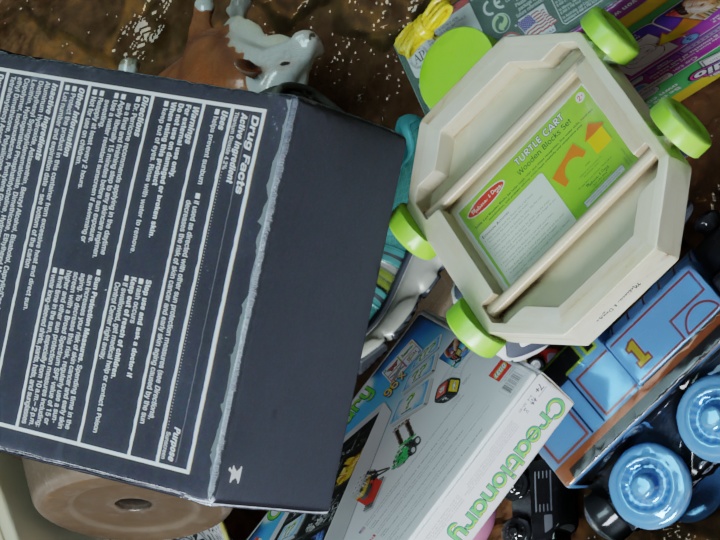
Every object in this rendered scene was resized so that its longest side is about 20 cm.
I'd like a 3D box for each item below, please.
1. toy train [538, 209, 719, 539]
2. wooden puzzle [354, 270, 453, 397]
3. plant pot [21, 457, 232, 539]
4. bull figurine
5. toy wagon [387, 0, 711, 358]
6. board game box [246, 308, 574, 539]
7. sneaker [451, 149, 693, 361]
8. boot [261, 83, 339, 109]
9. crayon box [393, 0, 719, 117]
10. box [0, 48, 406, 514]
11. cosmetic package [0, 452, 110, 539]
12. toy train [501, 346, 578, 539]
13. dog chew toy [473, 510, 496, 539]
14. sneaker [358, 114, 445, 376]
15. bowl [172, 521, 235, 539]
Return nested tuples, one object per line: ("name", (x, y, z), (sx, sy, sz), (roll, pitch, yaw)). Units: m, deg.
("toy train", (0.178, 0.053, 1.290), (0.200, 0.087, 0.114), (-47, 70, 18))
("wooden puzzle", (-0.035, 0.024, 1.491), (0.185, 0.037, 0.200), (41, 108, 34))
("plant pot", (-0.129, 0.055, 1.388), (0.200, 0.200, 0.175), (-17, 59, 31))
("bull figurine", (-0.096, -0.116, 1.515), (0.200, 0.065, 0.122), (-39, 42, 42))
("toy wagon", (0.082, -0.059, 1.208), (0.155, 0.040, 0.200), (-45, 52, 19))
("board game box", (0.013, 0.122, 1.295), (0.200, 0.035, 0.126), (-52, 31, -5))
("sneaker", (0.136, -0.040, 1.285), (0.080, 0.199, 0.130), (52, 126, 3))
("boot", (-0.115, -0.060, 1.428), (0.200, 0.182, 0.073), (-18, 60, 41))
("crayon box", (0.146, -0.138, 1.310), (0.200, 0.172, 0.058), (-32, 70, 25))
("box", (-0.103, 0.006, 1.223), (0.198, 0.123, 0.200), (11, 89, 31))
("cosmetic package", (-0.179, 0.207, 1.378), (0.073, 0.104, 0.200), (-40, 52, 15))
("toy train", (0.101, 0.065, 1.383), (0.046, 0.034, 0.200), (-10, 74, 27))
("dog chew toy", (0.010, 0.185, 1.371), (0.124, 0.125, 0.200), (24, 86, 36))
("sneaker", (0.000, 0.000, 1.372), (0.080, 0.078, 0.200), (36, 74, 0))
("bowl", (-0.129, 0.221, 1.464), (0.201, 0.094, 0.201), (-16, 61, 30))
